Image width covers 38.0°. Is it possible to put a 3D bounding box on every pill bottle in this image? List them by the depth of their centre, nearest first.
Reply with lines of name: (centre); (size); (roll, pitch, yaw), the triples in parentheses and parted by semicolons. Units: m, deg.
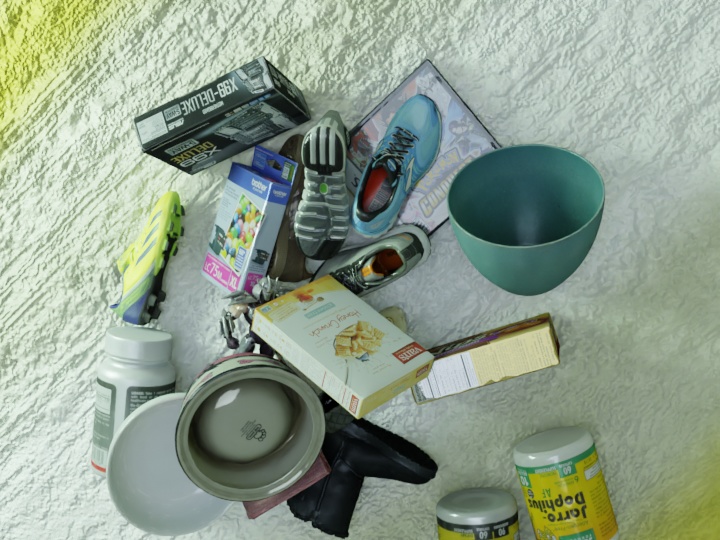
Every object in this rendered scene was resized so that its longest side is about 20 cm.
pill bottle: (0.281, 0.323, 1.401); (0.111, 0.113, 0.203); (-15, 94, 12)
pill bottle: (0.167, 0.412, 1.433); (0.112, 0.114, 0.204); (-5, 96, 11)
pill bottle: (-0.323, 0.189, 1.497); (0.112, 0.114, 0.204); (8, 98, 9)

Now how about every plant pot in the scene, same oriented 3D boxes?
plant pot: (0.216, -0.048, 1.349); (0.196, 0.202, 0.136); (-3, 133, 11)

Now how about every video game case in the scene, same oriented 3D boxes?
video game case: (0.076, -0.151, 1.429); (0.200, 0.025, 0.181); (-41, 88, 12)

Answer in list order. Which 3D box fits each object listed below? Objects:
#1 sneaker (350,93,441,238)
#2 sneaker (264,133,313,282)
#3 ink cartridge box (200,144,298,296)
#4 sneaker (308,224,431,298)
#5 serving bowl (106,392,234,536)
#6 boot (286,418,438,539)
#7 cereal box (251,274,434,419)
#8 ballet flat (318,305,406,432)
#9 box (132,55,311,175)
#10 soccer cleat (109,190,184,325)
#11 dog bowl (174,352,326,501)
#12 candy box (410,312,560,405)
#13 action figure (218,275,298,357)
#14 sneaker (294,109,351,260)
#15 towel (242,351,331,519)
sneaker: (0.049, -0.138, 1.370); (0.077, 0.090, 0.203); (24, 86, 6)
sneaker: (-0.088, -0.084, 1.454); (0.075, 0.070, 0.204); (12, 89, -34)
ink cartridge box: (-0.156, -0.068, 1.442); (0.119, 0.042, 0.203); (29, 103, 50)
sneaker: (0.000, 0.000, 1.424); (0.198, 0.079, 0.075); (-28, 96, 29)
serving bowl: (-0.254, 0.257, 1.438); (0.197, 0.066, 0.204); (-6, 107, -20)
boot: (-0.006, 0.299, 1.472); (0.196, 0.073, 0.165); (26, 98, 14)
cereal box: (-0.022, 0.092, 1.334); (0.199, 0.143, 0.040); (35, 129, 27)
ballet flat: (0.003, 0.136, 1.438); (0.066, 0.057, 0.202); (29, 78, 19)
box: (-0.182, -0.203, 1.402); (0.197, 0.158, 0.051); (-23, 78, 11)
soccer cleat: (-0.309, -0.021, 1.497); (0.082, 0.065, 0.203); (19, 100, 10)
dog bowl: (-0.148, 0.198, 1.373); (0.196, 0.074, 0.204); (-6, 114, -14)
candy box: (0.166, 0.117, 1.398); (0.197, 0.117, 0.057); (-17, 93, 13)
action figure: (-0.136, 0.096, 1.415); (0.128, 0.070, 0.203); (2, 117, -20)
sneaker: (-0.040, -0.120, 1.400); (0.074, 0.116, 0.203); (10, 125, 3)
towel: (-0.137, 0.228, 1.481); (0.143, 0.023, 0.202); (-32, 69, 16)
